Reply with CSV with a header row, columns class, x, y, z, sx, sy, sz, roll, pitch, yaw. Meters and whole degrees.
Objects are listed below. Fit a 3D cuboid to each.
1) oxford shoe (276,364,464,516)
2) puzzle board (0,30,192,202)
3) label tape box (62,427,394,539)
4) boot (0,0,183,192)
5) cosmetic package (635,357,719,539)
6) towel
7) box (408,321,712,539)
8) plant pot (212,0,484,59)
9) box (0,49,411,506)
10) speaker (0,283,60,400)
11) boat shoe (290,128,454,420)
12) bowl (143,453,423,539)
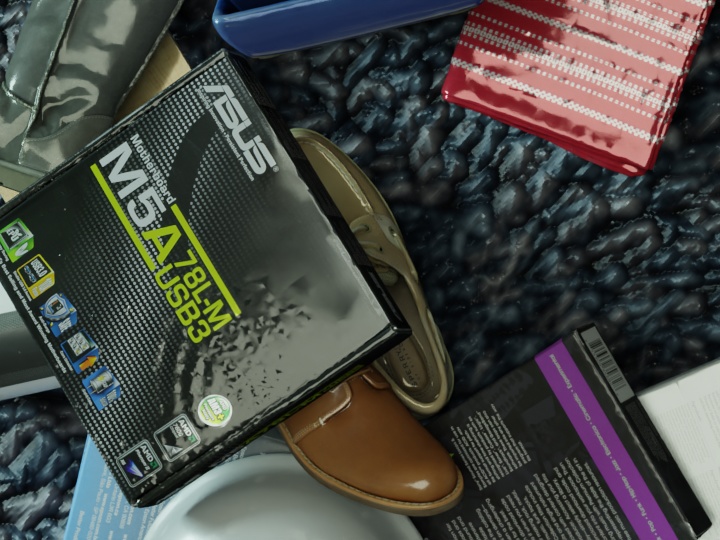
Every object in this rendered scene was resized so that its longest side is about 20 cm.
class,x,y,z,sx,sy,sz,roll,pitch,yaw
oxford shoe,-0.014,0.075,1.623,0.200,0.071,0.072,37,139,31
puzzle board,-0.133,-0.031,1.727,0.150,0.017,0.201,-33,85,9
label tape box,-0.080,0.163,1.688,0.199,0.063,0.145,17,100,8
boot,-0.205,-0.152,1.703,0.181,0.073,0.201,18,92,6
cosmetic package,0.247,0.149,1.634,0.150,0.052,0.201,-23,86,13
towel,0.146,-0.173,1.664,0.144,0.022,0.201,21,93,12
box,0.097,0.141,1.643,0.200,0.036,0.144,-33,84,28
plant pot,-0.016,-0.237,1.598,0.199,0.200,0.181,-14,105,5
box,-0.101,0.006,1.597,0.193,0.047,0.201,-33,79,14
speaker,-0.194,0.034,1.691,0.199,0.081,0.082,-12,89,12
boat shoe,0.000,0.000,1.667,0.072,0.065,0.201,-27,87,-5
bowl,-0.054,0.216,1.612,0.200,0.090,0.203,1,96,11
